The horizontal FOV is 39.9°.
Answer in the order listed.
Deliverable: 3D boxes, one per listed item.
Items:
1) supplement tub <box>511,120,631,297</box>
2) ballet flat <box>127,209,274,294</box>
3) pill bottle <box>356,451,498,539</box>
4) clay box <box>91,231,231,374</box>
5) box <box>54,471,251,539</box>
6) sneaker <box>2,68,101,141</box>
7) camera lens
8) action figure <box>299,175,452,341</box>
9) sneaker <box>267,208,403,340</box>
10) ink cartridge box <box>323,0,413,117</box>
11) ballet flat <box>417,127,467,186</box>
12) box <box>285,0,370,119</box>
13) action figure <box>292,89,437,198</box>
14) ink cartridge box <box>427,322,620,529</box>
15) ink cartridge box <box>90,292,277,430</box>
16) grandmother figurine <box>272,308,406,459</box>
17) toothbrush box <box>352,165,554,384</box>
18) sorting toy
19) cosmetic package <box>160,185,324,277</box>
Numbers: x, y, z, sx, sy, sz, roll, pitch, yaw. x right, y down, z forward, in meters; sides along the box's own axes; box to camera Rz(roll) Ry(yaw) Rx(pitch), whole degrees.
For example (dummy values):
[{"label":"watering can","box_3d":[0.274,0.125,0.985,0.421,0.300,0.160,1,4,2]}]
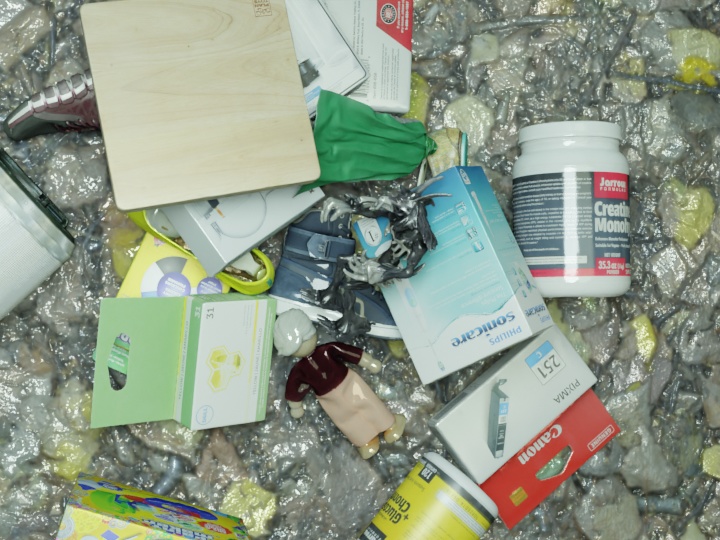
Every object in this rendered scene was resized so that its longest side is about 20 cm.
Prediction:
[{"label":"supplement tub","box_3d":[0.252,-0.069,1.190,0.139,0.140,0.203,0,89,-12]},{"label":"ballet flat","box_3d":[-0.176,-0.043,1.085,0.199,0.067,0.067,36,82,-8]},{"label":"pill bottle","box_3d":[0.061,0.321,1.154,0.112,0.112,0.200,42,81,-8]},{"label":"clay box","box_3d":[-0.216,0.032,1.132,0.114,0.048,0.202,25,83,-11]},{"label":"box","box_3d":[-0.227,0.314,1.051,0.198,0.193,0.123,19,85,-12]},{"label":"sneaker","box_3d":[-0.287,-0.159,1.095,0.198,0.076,0.116,-25,98,5]},{"label":"camera lens","box_3d":[-0.414,-0.022,1.033,0.200,0.160,0.160,-43,97,-10]},{"label":"action figure","box_3d":[0.011,-0.022,1.044,0.101,0.119,0.201,16,121,-33]},{"label":"sneaker","box_3d":[0.000,0.000,1.165,0.200,0.077,0.148,14,89,-10]},{"label":"ink cartridge box","box_3d":[-0.045,-0.257,1.157,0.198,0.084,0.146,2,89,-12]},{"label":"ballet flat","box_3d":[0.101,-0.069,1.193,0.070,0.071,0.203,-3,91,-12]},{"label":"box","box_3d":[-0.093,-0.258,1.074,0.116,0.060,0.201,-34,95,-9]},{"label":"action figure","box_3d":[0.011,-0.138,1.093,0.199,0.055,0.119,-3,123,-41]},{"label":"ink cartridge box","box_3d":[0.211,0.193,1.225,0.199,0.045,0.177,-39,96,-10]},{"label":"ink cartridge box","box_3d":[-0.188,0.100,1.082,0.199,0.048,0.147,-2,103,-44]},{"label":"grandmother figurine","box_3d":[-0.035,0.127,1.142,0.121,0.061,0.201,-36,111,-1]},{"label":"toothbrush box","box_3d":[0.103,0.004,1.107,0.146,0.085,0.202,-29,80,28]},{"label":"sorting toy","box_3d":[-0.160,-0.164,0.980,0.198,0.070,0.201,-10,84,-17]},{"label":"cosmetic package","box_3d":[-0.154,-0.117,1.054,0.150,0.052,0.201,-38,92,-36]}]
